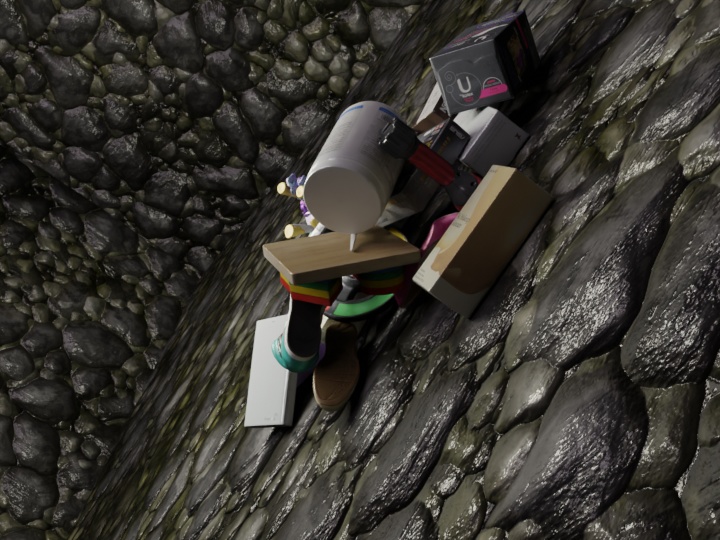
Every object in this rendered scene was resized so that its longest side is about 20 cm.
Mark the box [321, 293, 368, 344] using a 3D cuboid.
[{"bbox_3d":[-0.010,0.043,1.651,0.201,0.068,0.082,-60,15,-19],"label":"box"}]

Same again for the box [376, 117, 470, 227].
[{"bbox_3d":[0.083,-0.157,1.534,0.159,0.048,0.200,-56,14,-17],"label":"box"}]

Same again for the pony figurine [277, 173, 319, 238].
[{"bbox_3d":[-0.068,-0.113,1.782,0.166,0.200,0.194,-32,55,29],"label":"pony figurine"}]

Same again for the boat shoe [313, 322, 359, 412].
[{"bbox_3d":[-0.036,0.165,1.481,0.200,0.072,0.065,-85,-4,-57],"label":"boat shoe"}]

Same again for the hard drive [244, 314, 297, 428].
[{"bbox_3d":[-0.160,0.186,1.692,0.132,0.026,0.201,-14,65,50],"label":"hard drive"}]

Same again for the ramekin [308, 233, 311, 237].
[{"bbox_3d":[-0.017,-0.109,1.962,0.200,0.097,0.200,-50,15,18],"label":"ramekin"}]

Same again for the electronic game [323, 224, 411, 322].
[{"bbox_3d":[0.000,0.000,1.583,0.199,0.042,0.201,-14,53,18],"label":"electronic game"}]

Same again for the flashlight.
[{"bbox_3d":[0.117,-0.152,1.400,0.068,0.200,0.068,-32,28,56],"label":"flashlight"}]

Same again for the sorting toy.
[{"bbox_3d":[-0.031,-0.003,1.428,0.199,0.199,0.070,-143,45,-67],"label":"sorting toy"}]

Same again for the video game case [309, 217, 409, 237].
[{"bbox_3d":[-0.003,-0.076,1.708,0.023,0.200,0.182,39,95,34],"label":"video game case"}]

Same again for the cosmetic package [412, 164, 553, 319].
[{"bbox_3d":[0.164,-0.042,1.255,0.201,0.071,0.105,-55,13,0],"label":"cosmetic package"}]

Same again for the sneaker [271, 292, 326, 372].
[{"bbox_3d":[-0.093,0.088,1.529,0.121,0.083,0.201,117,169,-50],"label":"sneaker"}]

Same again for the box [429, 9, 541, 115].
[{"bbox_3d":[0.217,-0.354,1.561,0.122,0.107,0.200,-10,22,31],"label":"box"}]

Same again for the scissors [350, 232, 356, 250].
[{"bbox_3d":[-0.004,-0.077,1.469,0.073,0.014,0.200,-33,17,1],"label":"scissors"}]

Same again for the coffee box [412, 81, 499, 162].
[{"bbox_3d":[0.194,-0.320,1.714,0.080,0.113,0.201,-30,28,60],"label":"coffee box"}]

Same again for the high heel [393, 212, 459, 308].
[{"bbox_3d":[0.118,-0.017,1.415,0.199,0.067,0.097,-28,58,38],"label":"high heel"}]

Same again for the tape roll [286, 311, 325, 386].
[{"bbox_3d":[-0.117,0.135,1.802,0.200,0.065,0.200,-50,15,19],"label":"tape roll"}]

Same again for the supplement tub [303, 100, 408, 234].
[{"bbox_3d":[-0.002,-0.166,1.455,0.132,0.132,0.200,-42,16,41],"label":"supplement tub"}]

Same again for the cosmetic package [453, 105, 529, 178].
[{"bbox_3d":[0.202,-0.220,1.543,0.102,0.074,0.200,-53,13,8],"label":"cosmetic package"}]
